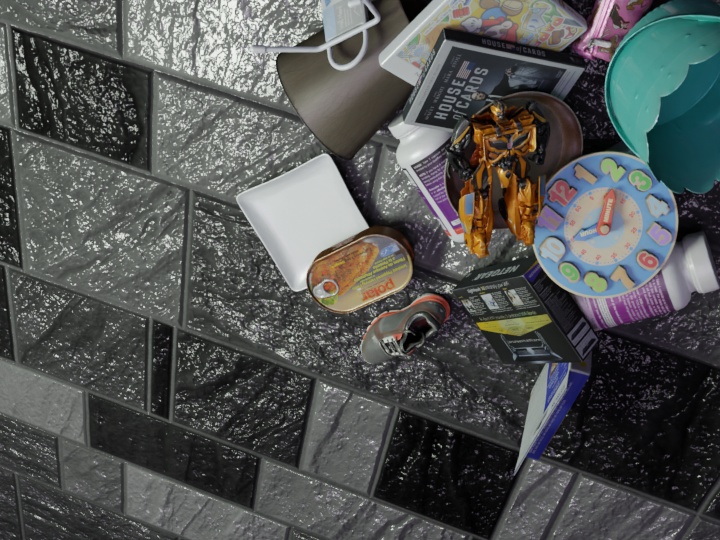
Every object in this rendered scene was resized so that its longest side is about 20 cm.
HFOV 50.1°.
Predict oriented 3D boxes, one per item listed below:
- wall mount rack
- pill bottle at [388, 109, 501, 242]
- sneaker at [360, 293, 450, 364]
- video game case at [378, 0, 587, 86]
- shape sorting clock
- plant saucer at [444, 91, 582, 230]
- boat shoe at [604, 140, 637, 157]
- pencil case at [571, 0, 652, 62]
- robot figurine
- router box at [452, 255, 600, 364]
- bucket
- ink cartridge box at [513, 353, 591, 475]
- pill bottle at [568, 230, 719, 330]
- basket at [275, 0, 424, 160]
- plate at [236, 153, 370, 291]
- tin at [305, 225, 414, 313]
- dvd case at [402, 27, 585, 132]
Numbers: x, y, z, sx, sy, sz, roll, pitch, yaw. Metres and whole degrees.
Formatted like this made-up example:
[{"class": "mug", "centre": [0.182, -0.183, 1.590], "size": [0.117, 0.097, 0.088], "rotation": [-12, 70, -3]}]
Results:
[{"class": "wall mount rack", "centre": [-0.060, -0.355, 1.003], "size": [0.170, 0.206, 0.074], "rotation": [-17, 158, 26]}, {"class": "pill bottle", "centre": [0.127, -0.149, 1.118], "size": [0.111, 0.113, 0.202], "rotation": [-26, 110, 30]}, {"class": "sneaker", "centre": [0.066, 0.113, 1.323], "size": [0.077, 0.082, 0.199], "rotation": [43, 124, -11]}, {"class": "video game case", "centre": [0.150, -0.283, 0.957], "size": [0.179, 0.023, 0.199], "rotation": [19, 141, -35]}, {"class": "shape sorting clock", "centre": [0.330, -0.059, 1.048], "size": [0.194, 0.039, 0.206], "rotation": [3, 106, 12]}, {"class": "plant saucer", "centre": [0.201, -0.149, 1.030], "size": [0.194, 0.032, 0.204], "rotation": [-8, 128, -11]}, {"class": "boat shoe", "centre": [0.338, -0.122, 1.093], "size": [0.197, 0.071, 0.071], "rotation": [-28, 108, 24]}, {"class": "pencil case", "centre": [0.326, -0.353, 0.934], "size": [0.080, 0.087, 0.204], "rotation": [10, 125, -7]}, {"class": "robot figurine", "centre": [0.181, -0.120, 0.988], "size": [0.141, 0.059, 0.204], "rotation": [-15, 128, -9]}, {"class": "router box", "centre": [0.248, 0.066, 1.181], "size": [0.159, 0.052, 0.199], "rotation": [53, 156, -10]}, {"class": "bucket", "centre": [0.401, -0.215, 0.927], "size": [0.201, 0.136, 0.211], "rotation": [-9, 132, -11]}, {"class": "ink cartridge box", "centre": [0.310, 0.199, 1.222], "size": [0.046, 0.201, 0.201], "rotation": [21, 126, 4]}, {"class": "pill bottle", "centre": [0.411, 0.012, 1.124], "size": [0.196, 0.113, 0.114], "rotation": [-18, 115, 28]}, {"class": "basket", "centre": [0.009, -0.283, 1.066], "size": [0.198, 0.137, 0.181], "rotation": [-32, 107, 28]}, {"class": "plate", "centre": [-0.081, -0.079, 1.283], "size": [0.196, 0.033, 0.203], "rotation": [-20, 113, 27]}, {"class": "tin", "centre": [0.000, 0.000, 1.266], "size": [0.197, 0.042, 0.113], "rotation": [-24, 109, 28]}, {"class": "dvd case", "centre": [0.169, -0.233, 0.999], "size": [0.194, 0.025, 0.151], "rotation": [5, 147, -17]}]
